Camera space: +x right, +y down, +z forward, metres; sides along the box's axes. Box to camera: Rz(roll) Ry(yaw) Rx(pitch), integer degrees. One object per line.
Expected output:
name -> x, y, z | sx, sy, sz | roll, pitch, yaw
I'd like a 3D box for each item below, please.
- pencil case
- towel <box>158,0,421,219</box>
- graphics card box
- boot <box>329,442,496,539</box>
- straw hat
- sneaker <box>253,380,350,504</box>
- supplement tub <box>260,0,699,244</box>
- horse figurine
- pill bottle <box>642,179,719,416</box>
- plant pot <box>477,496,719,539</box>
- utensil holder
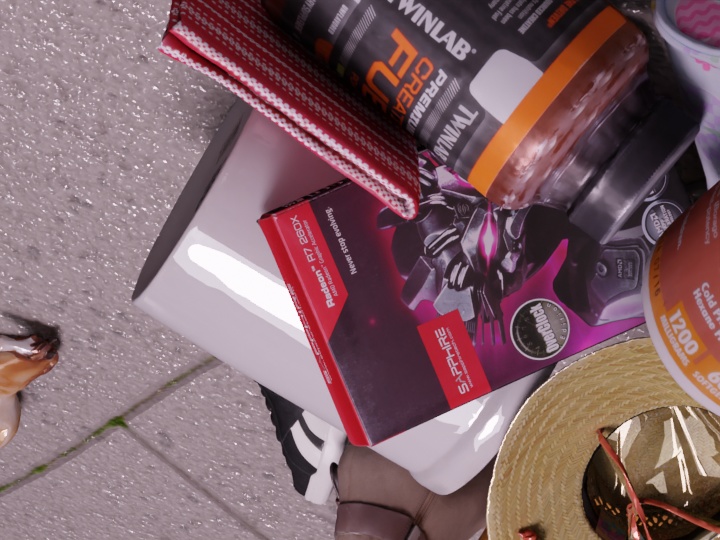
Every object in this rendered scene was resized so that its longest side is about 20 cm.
pencil case -> 0.195, -0.068, 1.023 | 0.091, 0.083, 0.200 | 32, 157, 36
towel -> -0.033, -0.104, 1.024 | 0.144, 0.200, 0.022 | 35, 109, -17
graphics card box -> 0.065, -0.009, 1.056 | 0.051, 0.199, 0.126 | 177, 71, -81
boot -> 0.045, 0.167, 1.382 | 0.070, 0.147, 0.200 | -9, 136, 35
straw hat -> 0.160, 0.102, 1.130 | 0.200, 0.085, 0.202 | 3, 116, 5
sneaker -> -0.050, 0.063, 1.368 | 0.112, 0.073, 0.200 | 21, 139, 8
supplement tub -> 0.058, -0.102, 0.984 | 0.200, 0.107, 0.107 | 40, 147, 7
horse figurine -> -0.289, 0.092, 1.545 | 0.132, 0.050, 0.200 | 7, 139, -9
pill bottle -> 0.212, -0.018, 0.904 | 0.112, 0.112, 0.200 | 28, 146, -9
plant pot -> 0.181, 0.172, 1.293 | 0.200, 0.200, 0.184 | 23, 131, -2
utensil holder -> 0.000, 0.000, 1.153 | 0.200, 0.170, 0.170 | 30, 146, -10
